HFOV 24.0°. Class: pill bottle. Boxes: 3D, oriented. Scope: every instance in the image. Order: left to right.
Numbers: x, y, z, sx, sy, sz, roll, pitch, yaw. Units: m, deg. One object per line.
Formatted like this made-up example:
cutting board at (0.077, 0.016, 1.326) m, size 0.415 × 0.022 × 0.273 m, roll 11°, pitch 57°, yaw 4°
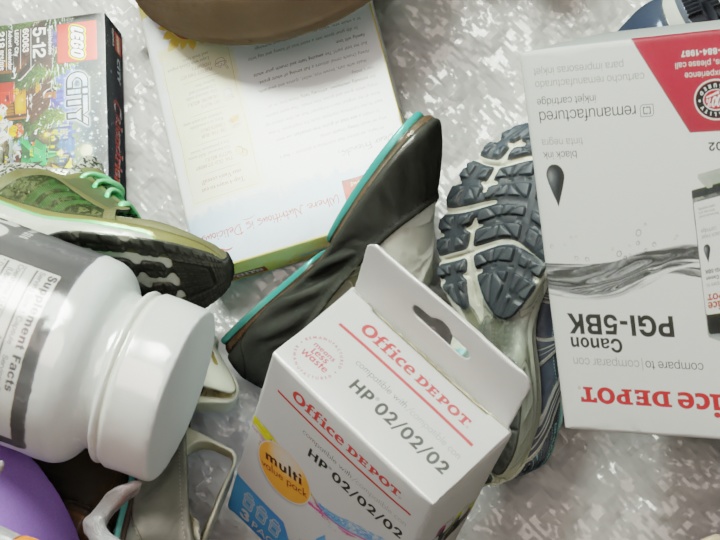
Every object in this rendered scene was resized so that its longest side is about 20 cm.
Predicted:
pill bottle at (-0.186, 0.034, 0.899) m, size 0.198 × 0.113 × 0.114 m, roll 20°, pitch 80°, yaw 7°

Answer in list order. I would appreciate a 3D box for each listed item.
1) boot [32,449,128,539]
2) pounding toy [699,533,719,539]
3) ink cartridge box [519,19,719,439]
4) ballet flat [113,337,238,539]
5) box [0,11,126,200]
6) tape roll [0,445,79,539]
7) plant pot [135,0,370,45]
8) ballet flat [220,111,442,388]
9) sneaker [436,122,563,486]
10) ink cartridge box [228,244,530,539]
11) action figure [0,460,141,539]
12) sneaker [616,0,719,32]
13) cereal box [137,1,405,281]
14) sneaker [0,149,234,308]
boot at (-0.223, 0.108, 1.006) m, size 0.198 × 0.075 × 0.098 m, roll 14°, pitch 60°, yaw 16°
pounding toy at (0.162, 0.251, 0.849) m, size 0.182 × 0.142 × 0.202 m, roll -23°, pitch 73°, yaw 4°
ink cartridge box at (0.170, -0.021, 0.849) m, size 0.146 × 0.083 × 0.202 m, roll -1°, pitch 102°, yaw 40°
ballet flat at (-0.100, 0.088, 0.970) m, size 0.063 × 0.068 × 0.202 m, roll 6°, pitch 61°, yaw -2°
box at (-0.215, -0.053, 1.047) m, size 0.135 × 0.038 × 0.202 m, roll -6°, pitch 75°, yaw 9°
tape roll at (-0.253, 0.175, 0.938) m, size 0.198 × 0.066 × 0.203 m, roll 6°, pitch 108°, yaw 19°
plant pot at (-0.071, -0.260, 0.969) m, size 0.198 × 0.175 × 0.202 m, roll -10°, pitch 49°, yaw 12°
ballet flat at (0.000, 0.000, 0.957) m, size 0.068 × 0.068 × 0.200 m, roll 44°, pitch 120°, yaw 5°
sneaker at (0.089, 0.019, 0.944) m, size 0.077 × 0.086 × 0.202 m, roll 12°, pitch 92°, yaw 35°
ink cartridge box at (0.004, 0.094, 0.885) m, size 0.115 × 0.201 × 0.068 m, roll 41°, pitch 54°, yaw 17°
action figure at (-0.118, 0.199, 0.825) m, size 0.104 × 0.200 × 0.195 m, roll -26°, pitch 66°, yaw 10°
sneaker at (0.195, -0.052, 0.919) m, size 0.082 × 0.070 × 0.202 m, roll -31°, pitch 77°, yaw 35°
cereal box at (-0.050, -0.105, 1.029) m, size 0.142 × 0.040 × 0.202 m, roll -15°, pitch 75°, yaw 6°
sneaker at (-0.158, -0.034, 0.973) m, size 0.198 × 0.077 × 0.089 m, roll 12°, pitch 54°, yaw 18°
